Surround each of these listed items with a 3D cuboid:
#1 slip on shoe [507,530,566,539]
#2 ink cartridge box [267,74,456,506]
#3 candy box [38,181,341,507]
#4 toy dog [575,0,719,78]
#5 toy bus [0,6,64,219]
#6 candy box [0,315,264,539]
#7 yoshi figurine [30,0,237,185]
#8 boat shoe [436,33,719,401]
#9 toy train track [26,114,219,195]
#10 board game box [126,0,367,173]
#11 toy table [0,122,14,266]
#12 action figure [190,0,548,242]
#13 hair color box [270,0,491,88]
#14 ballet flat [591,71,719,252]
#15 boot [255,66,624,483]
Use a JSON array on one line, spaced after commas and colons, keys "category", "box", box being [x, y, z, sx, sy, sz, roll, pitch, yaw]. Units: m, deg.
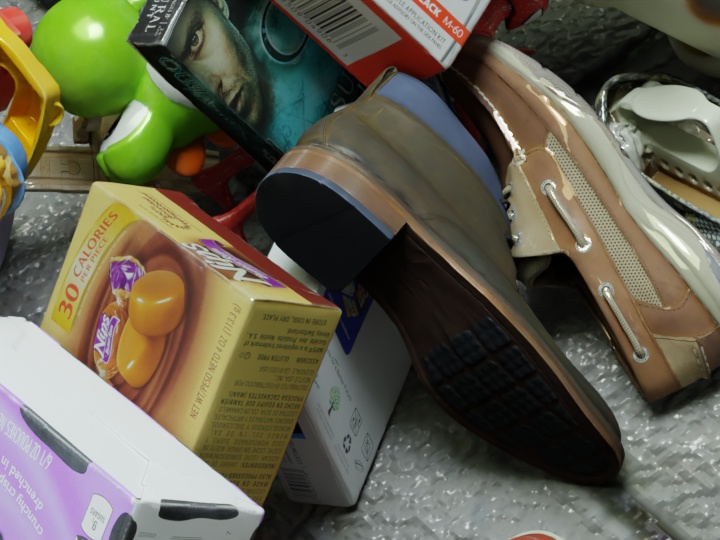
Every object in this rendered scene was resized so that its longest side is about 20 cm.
[{"category": "slip on shoe", "box": [0.015, 0.171, 0.959, 0.200, 0.061, 0.074, -37, 44, -18]}, {"category": "ink cartridge box", "box": [0.000, 0.000, 1.103, 0.039, 0.100, 0.200, 3, 48, 27]}, {"category": "candy box", "box": [-0.095, 0.077, 1.011, 0.117, 0.056, 0.200, 36, 109, 40]}, {"category": "toy dog", "box": [0.192, -0.147, 1.125, 0.140, 0.200, 0.194, -56, 3, 11]}, {"category": "toy bus", "box": [-0.203, -0.072, 1.061, 0.200, 0.136, 0.192, 48, 36, 20]}, {"category": "candy box", "box": [-0.148, 0.141, 0.964, 0.168, 0.071, 0.200, 33, 106, 40]}, {"category": "yoshi figurine", "box": [-0.090, -0.141, 1.167, 0.112, 0.112, 0.200, 24, 78, 22]}, {"category": "boat shoe", "box": [0.093, -0.025, 1.081, 0.072, 0.076, 0.200, -39, 67, -3]}, {"category": "toy train track", "box": [-0.124, -0.095, 1.214, 0.115, 0.033, 0.200, 0, 76, -22]}, {"category": "board game box", "box": [-0.021, -0.151, 1.126, 0.028, 0.135, 0.200, 4, 63, 42]}, {"category": "toy table", "box": [-0.256, -0.011, 1.166, 0.117, 0.184, 0.200, 12, 26, 11]}, {"category": "action figure", "box": [0.024, -0.070, 1.197, 0.200, 0.099, 0.065, -37, 45, 16]}, {"category": "hair color box", "box": [0.032, -0.192, 1.092, 0.064, 0.111, 0.200, -19, 35, 57]}, {"category": "ballet flat", "box": [0.178, -0.040, 1.097, 0.072, 0.072, 0.200, -41, 48, -19]}, {"category": "boot", "box": [0.054, -0.001, 1.041, 0.075, 0.200, 0.097, -34, 16, 48]}]
